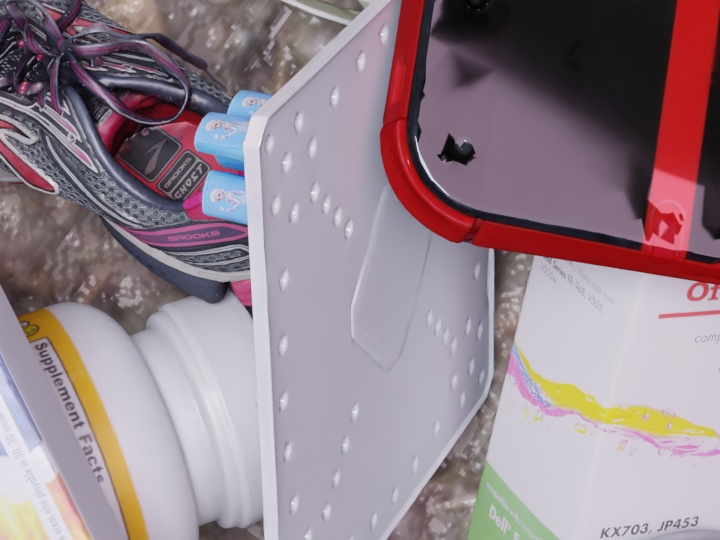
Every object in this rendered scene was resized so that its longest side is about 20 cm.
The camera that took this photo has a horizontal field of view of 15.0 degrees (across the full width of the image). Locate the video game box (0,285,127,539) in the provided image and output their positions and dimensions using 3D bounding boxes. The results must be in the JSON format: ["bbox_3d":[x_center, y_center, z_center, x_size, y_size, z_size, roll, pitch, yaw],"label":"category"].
[{"bbox_3d":[-0.176,0.080,0.837,0.182,0.047,0.200,-25,96,8],"label":"video game box"}]

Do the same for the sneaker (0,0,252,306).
[{"bbox_3d":[-0.101,-0.065,0.949,0.200,0.075,0.081,27,77,16],"label":"sneaker"}]

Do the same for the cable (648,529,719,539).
[{"bbox_3d":[0.093,0.185,1.004,0.199,0.069,0.200,6,123,-35],"label":"cable"}]

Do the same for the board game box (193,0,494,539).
[{"bbox_3d":[0.000,0.000,0.937,0.026,0.200,0.201,9,120,21],"label":"board game box"}]

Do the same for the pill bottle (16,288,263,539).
[{"bbox_3d":[-0.126,0.077,0.956,0.199,0.113,0.113,-20,98,-15],"label":"pill bottle"}]

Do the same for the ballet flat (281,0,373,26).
[{"bbox_3d":[-0.023,-0.134,0.975,0.200,0.074,0.074,35,81,-38],"label":"ballet flat"}]

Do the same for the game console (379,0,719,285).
[{"bbox_3d":[0.104,-0.098,0.896,0.176,0.031,0.201,10,83,-7],"label":"game console"}]

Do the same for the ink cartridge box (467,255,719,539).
[{"bbox_3d":[0.121,0.028,1.000,0.117,0.067,0.201,-6,122,-29],"label":"ink cartridge box"}]
